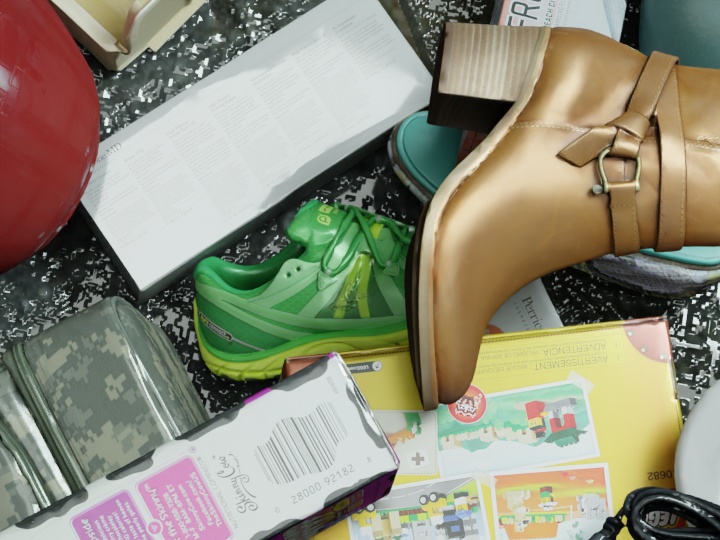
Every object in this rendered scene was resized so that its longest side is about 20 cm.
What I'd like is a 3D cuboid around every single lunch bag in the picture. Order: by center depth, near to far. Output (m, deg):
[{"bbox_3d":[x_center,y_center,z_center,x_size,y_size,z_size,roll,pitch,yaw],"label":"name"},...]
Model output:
[{"bbox_3d":[-0.145,0.136,1.067,0.168,0.139,0.200,-28,83,1],"label":"lunch bag"}]

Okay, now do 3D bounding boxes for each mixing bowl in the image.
[{"bbox_3d":[-0.207,-0.070,1.091,0.108,0.200,0.200,29,75,-34],"label":"mixing bowl"}]

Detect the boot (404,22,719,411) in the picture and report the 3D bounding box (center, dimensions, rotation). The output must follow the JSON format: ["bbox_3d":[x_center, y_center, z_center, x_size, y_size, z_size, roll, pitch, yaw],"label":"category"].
[{"bbox_3d":[0.104,-0.021,1.021,0.155,0.077,0.200,9,73,-3],"label":"boot"}]

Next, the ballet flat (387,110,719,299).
[{"bbox_3d":[0.107,-0.029,1.149,0.200,0.072,0.072,18,78,1],"label":"ballet flat"}]

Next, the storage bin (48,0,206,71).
[{"bbox_3d":[-0.137,-0.250,1.164,0.200,0.094,0.199,42,78,4],"label":"storage bin"}]

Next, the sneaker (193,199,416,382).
[{"bbox_3d":[0.000,0.000,1.101,0.200,0.074,0.084,-17,102,14],"label":"sneaker"}]

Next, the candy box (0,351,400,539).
[{"bbox_3d":[-0.084,0.116,0.930,0.200,0.136,0.061,-29,81,-7],"label":"candy box"}]

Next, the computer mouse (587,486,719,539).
[{"bbox_3d":[0.139,0.189,0.932,0.140,0.046,0.200,19,75,22],"label":"computer mouse"}]

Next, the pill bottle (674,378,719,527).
[{"bbox_3d":[0.238,0.095,1.061,0.111,0.200,0.111,0,89,24],"label":"pill bottle"}]

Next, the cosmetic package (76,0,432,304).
[{"bbox_3d":[-0.060,-0.071,1.155,0.200,0.051,0.083,-33,86,-10],"label":"cosmetic package"}]

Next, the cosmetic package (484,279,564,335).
[{"bbox_3d":[0.069,0.123,1.126,0.151,0.052,0.200,-24,81,-11],"label":"cosmetic package"}]

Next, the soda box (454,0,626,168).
[{"bbox_3d":[0.107,-0.137,1.139,0.068,0.064,0.200,16,55,-1],"label":"soda box"}]

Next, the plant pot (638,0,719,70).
[{"bbox_3d":[0.230,-0.111,1.128,0.200,0.200,0.134,28,105,2],"label":"plant pot"}]

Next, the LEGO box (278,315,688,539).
[{"bbox_3d":[0.065,0.112,1.062,0.200,0.077,0.149,-6,78,-6],"label":"LEGO box"}]
